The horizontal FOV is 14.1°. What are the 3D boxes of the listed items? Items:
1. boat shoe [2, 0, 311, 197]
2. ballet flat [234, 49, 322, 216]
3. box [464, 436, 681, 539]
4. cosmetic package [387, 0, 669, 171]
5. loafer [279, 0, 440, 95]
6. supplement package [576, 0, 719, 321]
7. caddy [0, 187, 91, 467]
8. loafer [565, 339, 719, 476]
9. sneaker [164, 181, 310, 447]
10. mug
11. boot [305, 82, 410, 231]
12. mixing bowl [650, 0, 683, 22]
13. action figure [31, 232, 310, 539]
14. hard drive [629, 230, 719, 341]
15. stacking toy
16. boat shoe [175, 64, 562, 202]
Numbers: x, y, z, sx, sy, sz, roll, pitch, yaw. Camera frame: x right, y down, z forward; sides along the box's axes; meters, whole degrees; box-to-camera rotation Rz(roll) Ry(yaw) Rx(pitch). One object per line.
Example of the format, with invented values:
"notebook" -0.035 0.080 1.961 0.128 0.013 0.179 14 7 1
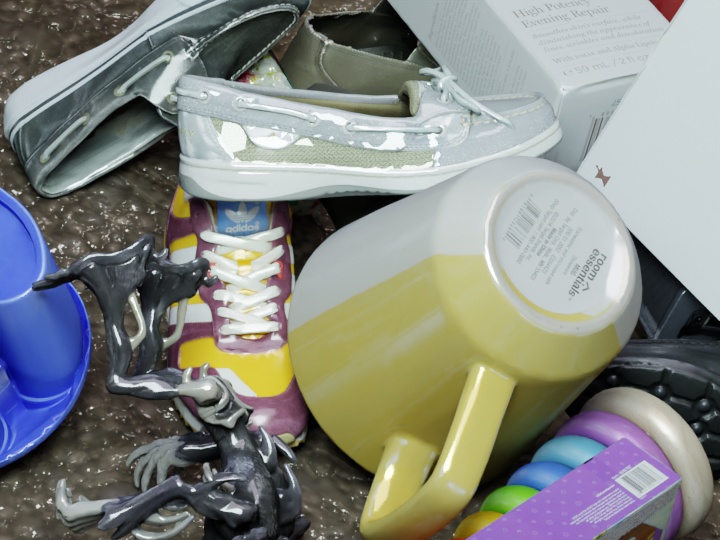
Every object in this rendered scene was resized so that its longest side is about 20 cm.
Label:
"boat shoe" -0.106 -0.104 1.633 0.200 0.072 0.071 -31 60 14
"ballet flat" -0.074 -0.102 1.685 0.064 0.076 0.200 -13 40 -16
"box" 0.056 0.173 1.302 0.039 0.137 0.200 36 44 28
"cosmetic package" 0.099 -0.144 1.670 0.101 0.074 0.200 -13 47 -29
"loafer" 0.042 -0.131 1.749 0.199 0.070 0.075 -12 42 -27
"supplement package" 0.260 -0.090 1.532 0.200 0.191 0.147 -22 61 -46
"caddy" -0.228 0.019 1.467 0.200 0.105 0.141 35 66 29
"loafer" 0.200 0.071 1.531 0.200 0.068 0.070 11 29 -7
"sneaker" -0.067 0.008 1.525 0.075 0.090 0.200 -2 39 -16
"mug" 0.066 0.034 1.427 0.149 0.153 0.187 -3 72 -29
"boot" 0.000 0.000 1.537 0.200 0.078 0.138 44 51 15
"mixing bowl" 0.272 -0.171 1.824 0.199 0.109 0.200 6 37 -4
"action figure" -0.089 0.088 1.407 0.201 0.102 0.119 67 18 6
"hard drive" 0.224 -0.012 1.613 0.199 0.042 0.135 2 46 -32
"stacking toy" 0.081 0.139 1.412 0.085 0.086 0.200 35 51 29
"boat shoe" 0.005 -0.076 1.500 0.201 0.065 0.074 -4 15 -4
